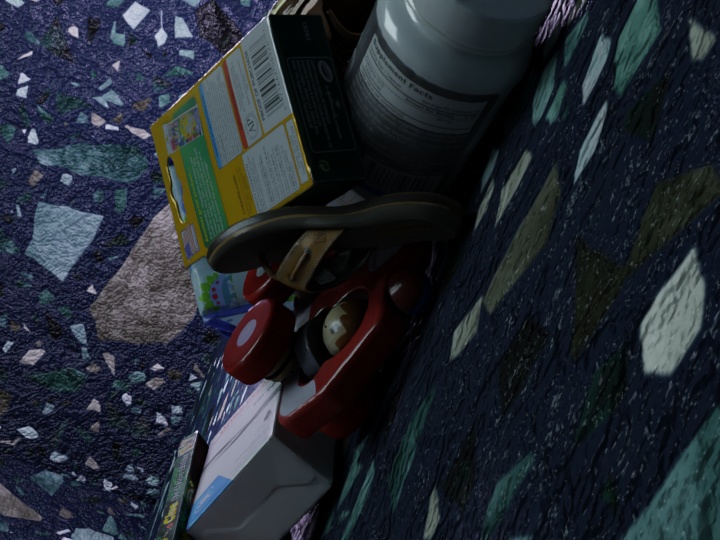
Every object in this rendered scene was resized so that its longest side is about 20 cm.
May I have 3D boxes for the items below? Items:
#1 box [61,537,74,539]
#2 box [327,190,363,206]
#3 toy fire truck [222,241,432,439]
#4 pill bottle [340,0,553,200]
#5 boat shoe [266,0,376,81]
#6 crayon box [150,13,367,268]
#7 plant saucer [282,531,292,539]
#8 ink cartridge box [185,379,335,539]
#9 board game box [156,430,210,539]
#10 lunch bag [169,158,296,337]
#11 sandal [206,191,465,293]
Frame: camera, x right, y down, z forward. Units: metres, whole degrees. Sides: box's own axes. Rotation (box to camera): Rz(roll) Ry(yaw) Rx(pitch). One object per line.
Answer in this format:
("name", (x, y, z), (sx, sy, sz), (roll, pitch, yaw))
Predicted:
("box", (-0.150, 0.313, 0.829), (0.122, 0.192, 0.201), (149, 139, -77))
("box", (0.003, -0.136, 1.047), (0.200, 0.101, 0.113), (-41, 26, 43))
("toy fire truck", (-0.008, 0.023, 0.933), (0.168, 0.112, 0.201), (-42, 24, 33))
("pill bottle", (0.052, -0.142, 0.847), (0.200, 0.113, 0.114), (121, 166, -53))
("boat shoe", (-0.024, -0.187, 0.925), (0.201, 0.072, 0.068), (-60, 35, 20))
("crayon box", (-0.082, -0.091, 0.914), (0.200, 0.051, 0.127), (-27, 75, 51))
("plant saucer", (-0.093, 0.314, 1.017), (0.200, 0.032, 0.201), (-160, 90, -83))
("ink cartridge box", (-0.080, 0.156, 1.051), (0.116, 0.067, 0.200), (-49, 12, 14))
("board game box", (-0.129, 0.228, 1.030), (0.023, 0.105, 0.200), (-26, 19, 9))
("lunch bag", (-0.104, -0.029, 1.195), (0.200, 0.127, 0.171), (27, -132, -77))
("sandal", (-0.020, -0.013, 0.866), (0.082, 0.199, 0.055), (34, -129, -68))
